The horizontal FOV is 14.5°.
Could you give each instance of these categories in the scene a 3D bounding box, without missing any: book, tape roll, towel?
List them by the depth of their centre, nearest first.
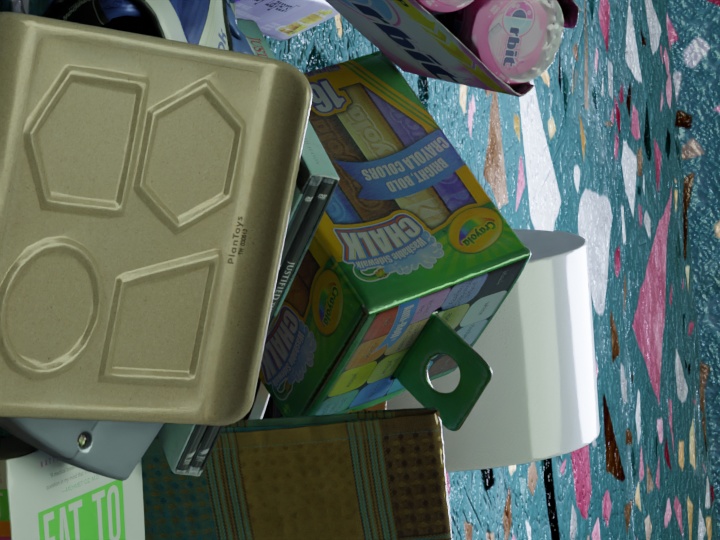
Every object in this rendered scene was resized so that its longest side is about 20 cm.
[{"bbox_3d":[-0.157,0.183,1.461,0.134,0.048,0.201,-22,110,-67],"label":"book"},{"bbox_3d":[-0.047,0.151,1.570,0.022,0.199,0.148,-80,164,-74],"label":"towel"},{"bbox_3d":[0.064,0.054,1.976,0.203,0.201,0.140,-30,117,-73],"label":"tape roll"}]

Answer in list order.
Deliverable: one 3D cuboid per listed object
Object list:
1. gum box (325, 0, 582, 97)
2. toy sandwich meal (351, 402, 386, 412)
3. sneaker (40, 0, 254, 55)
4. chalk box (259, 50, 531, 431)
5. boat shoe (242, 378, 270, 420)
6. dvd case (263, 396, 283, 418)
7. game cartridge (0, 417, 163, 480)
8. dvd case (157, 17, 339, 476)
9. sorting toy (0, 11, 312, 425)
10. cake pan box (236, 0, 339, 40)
[{"bbox_3d":[0.016,-0.174,1.512,0.200,0.113,0.066,40,79,-34],"label":"gum box"},{"bbox_3d":[-0.018,0.125,1.787,0.205,0.070,0.207,-178,-90,-76],"label":"toy sandwich meal"},{"bbox_3d":[-0.114,-0.147,1.420,0.115,0.080,0.200,10,58,-63],"label":"sneaker"},{"bbox_3d":[0.000,0.000,1.580,0.200,0.123,0.125,56,-39,22],"label":"chalk box"},{"bbox_3d":[-0.078,0.038,1.643,0.072,0.059,0.201,130,-22,-52],"label":"boat shoe"},{"bbox_3d":[-0.052,0.107,1.718,0.150,0.025,0.201,151,-55,-69],"label":"dvd case"},{"bbox_3d":[-0.150,0.009,1.370,0.134,0.040,0.200,-59,136,-22],"label":"game cartridge"},{"bbox_3d":[-0.078,-0.013,1.502,0.201,0.022,0.146,-63,-145,30],"label":"dvd case"},{"bbox_3d":[-0.120,-0.021,1.347,0.199,0.036,0.186,7,97,-43],"label":"sorting toy"},{"bbox_3d":[-0.091,-0.235,1.617,0.201,0.052,0.184,66,12,9],"label":"cake pan box"}]
